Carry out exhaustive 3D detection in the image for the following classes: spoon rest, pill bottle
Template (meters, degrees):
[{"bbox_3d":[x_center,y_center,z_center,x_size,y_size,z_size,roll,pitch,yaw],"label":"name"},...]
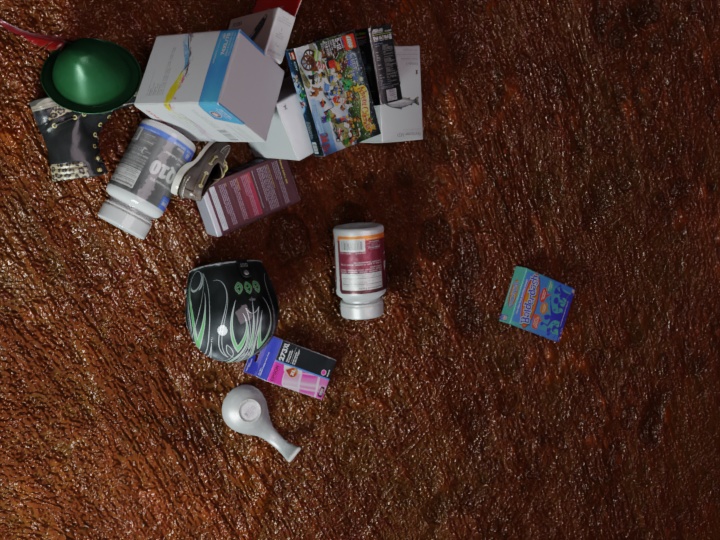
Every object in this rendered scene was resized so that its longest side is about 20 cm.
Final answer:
[{"bbox_3d":[-0.216,0.331,1.736,0.200,0.061,0.099,48,70,-15],"label":"spoon rest"},{"bbox_3d":[-0.398,-0.168,1.495,0.113,0.114,0.201,30,81,-33],"label":"pill bottle"},{"bbox_3d":[0.000,0.000,1.781,0.114,0.114,0.202,-9,103,-31],"label":"pill bottle"}]

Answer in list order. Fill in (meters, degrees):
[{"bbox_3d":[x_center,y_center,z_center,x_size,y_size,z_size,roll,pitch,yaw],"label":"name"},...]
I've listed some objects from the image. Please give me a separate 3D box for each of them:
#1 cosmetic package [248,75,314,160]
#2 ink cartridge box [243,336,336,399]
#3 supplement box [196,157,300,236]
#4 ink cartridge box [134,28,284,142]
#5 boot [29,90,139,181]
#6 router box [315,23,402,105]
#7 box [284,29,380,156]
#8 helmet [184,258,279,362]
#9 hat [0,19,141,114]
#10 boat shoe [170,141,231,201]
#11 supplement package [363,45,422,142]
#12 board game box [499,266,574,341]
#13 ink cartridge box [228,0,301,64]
[{"bbox_3d":[-0.112,-0.317,1.606,0.199,0.200,0.124,-33,113,-24],"label":"cosmetic package"},{"bbox_3d":[-0.152,0.209,1.764,0.199,0.037,0.095,24,84,-31],"label":"ink cartridge box"},{"bbox_3d":[-0.231,-0.157,1.637,0.199,0.061,0.109,-26,112,-26],"label":"supplement box"},{"bbox_3d":[-0.271,-0.328,1.452,0.147,0.199,0.147,34,66,-57],"label":"ink cartridge box"},{"bbox_3d":[-0.479,-0.248,1.454,0.199,0.073,0.152,-13,104,-27],"label":"boot"},{"bbox_3d":[-0.005,-0.416,1.659,0.062,0.199,0.151,-21,109,-32],"label":"router box"},{"bbox_3d":[-0.049,-0.330,1.502,0.136,0.038,0.201,-26,111,-27],"label":"box"},{"bbox_3d":[-0.253,0.085,1.596,0.199,0.200,0.192,-4,83,-32],"label":"helmet"},{"bbox_3d":[-0.460,-0.375,1.344,0.165,0.176,0.201,27,57,2],"label":"hat"},{"bbox_3d":[-0.290,-0.192,1.538,0.059,0.200,0.072,25,125,2],"label":"boat shoe"},{"bbox_3d":[0.056,-0.382,1.754,0.116,0.117,0.202,-11,104,-32],"label":"supplement package"},{"bbox_3d":[0.472,0.091,2.143,0.199,0.045,0.153,19,87,-33],"label":"board game box"},{"bbox_3d":[-0.187,-0.475,1.532,0.045,0.200,0.177,20,86,-36],"label":"ink cartridge box"}]
